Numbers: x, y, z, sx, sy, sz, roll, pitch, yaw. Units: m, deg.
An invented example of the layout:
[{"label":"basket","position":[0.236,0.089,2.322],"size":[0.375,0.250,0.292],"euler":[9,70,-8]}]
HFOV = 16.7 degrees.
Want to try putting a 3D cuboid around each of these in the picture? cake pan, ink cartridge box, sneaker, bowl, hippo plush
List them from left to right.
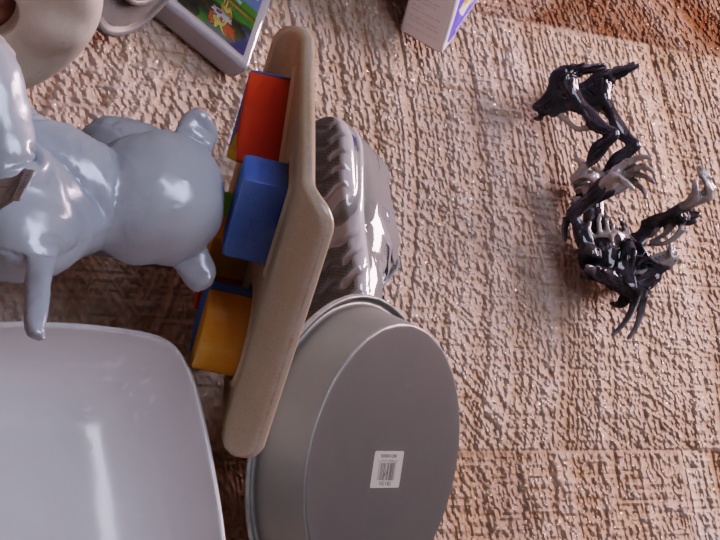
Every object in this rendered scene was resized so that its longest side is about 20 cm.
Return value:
[{"label":"bowl","position":[-0.173,0.135,1.356],"size":[0.199,0.075,0.201],"euler":[4,69,-45]},{"label":"hippo plush","position":[-0.157,-0.061,1.353],"size":[0.160,0.200,0.160],"euler":[-9,100,-31]},{"label":"sneaker","position":[0.000,0.000,1.591],"size":[0.082,0.075,0.201],"euler":[24,60,-42]},{"label":"cake pan","position":[0.001,0.116,1.508],"size":[0.200,0.037,0.201],"euler":[-20,115,-53]},{"label":"ink cartridge box","position":[0.101,-0.287,1.739],"size":[0.043,0.200,0.198],"euler":[27,48,6]}]

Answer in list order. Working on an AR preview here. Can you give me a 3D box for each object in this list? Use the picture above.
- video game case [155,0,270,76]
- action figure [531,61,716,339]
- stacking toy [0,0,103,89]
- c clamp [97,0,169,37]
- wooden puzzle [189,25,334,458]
[{"label":"video game case","position":[-0.128,-0.253,1.611],"size":[0.200,0.022,0.183],"euler":[39,49,-29]},{"label":"action figure","position":[0.195,-0.057,1.799],"size":[0.119,0.102,0.201],"euler":[4,68,-57]},{"label":"stacking toy","position":[-0.234,-0.213,1.427],"size":[0.146,0.146,0.201],"euler":[18,44,-40]},{"label":"c clamp","position":[-0.118,-0.239,1.489],"size":[0.027,0.200,0.171],"euler":[30,60,22]},{"label":"wooden puzzle","position":[-0.065,-0.021,1.430],"size":[0.046,0.186,0.200],"euler":[10,34,-14]}]
